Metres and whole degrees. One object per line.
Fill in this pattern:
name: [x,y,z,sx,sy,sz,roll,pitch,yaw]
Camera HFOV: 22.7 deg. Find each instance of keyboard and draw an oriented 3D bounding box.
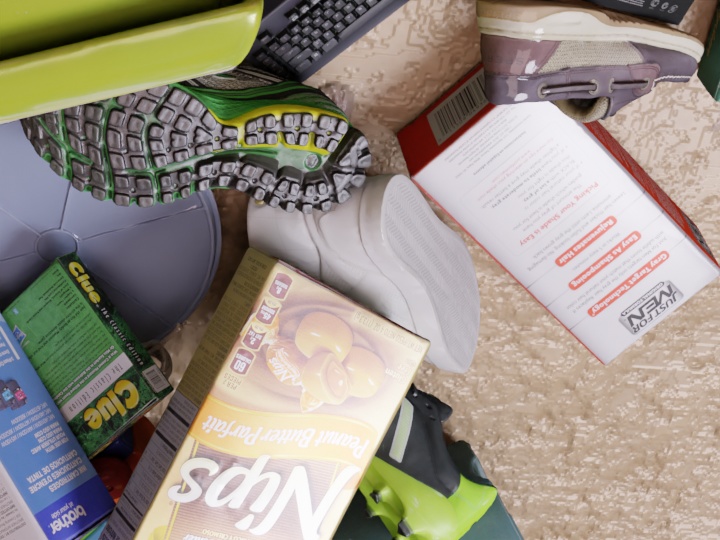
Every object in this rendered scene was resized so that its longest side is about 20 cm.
keyboard: [0.005,-0.186,1.013,0.200,0.021,0.127,-38,143,12]

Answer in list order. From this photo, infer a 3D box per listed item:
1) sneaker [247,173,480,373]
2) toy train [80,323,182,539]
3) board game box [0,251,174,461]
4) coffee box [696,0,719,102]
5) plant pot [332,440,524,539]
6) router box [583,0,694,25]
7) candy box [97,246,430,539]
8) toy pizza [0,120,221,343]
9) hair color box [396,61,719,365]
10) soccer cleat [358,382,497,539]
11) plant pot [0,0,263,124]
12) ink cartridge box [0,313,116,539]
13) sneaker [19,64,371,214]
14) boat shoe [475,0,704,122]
sneaker: [0.000,0.000,1.132,0.115,0.074,0.200,2,150,25]
toy train: [-0.133,0.118,1.159,0.115,0.085,0.200,26,123,-36]
board game box: [-0.210,0.086,1.104,0.200,0.023,0.105,-39,83,30]
coffee box: [0.317,-0.155,1.099,0.199,0.044,0.124,3,121,-13]
plant pot: [0.019,0.223,1.206,0.195,0.200,0.201,-28,123,-2]
router box: [0.136,-0.225,0.966,0.199,0.062,0.150,6,128,-42]
candy box: [-0.057,0.102,1.058,0.115,0.055,0.201,28,88,-24]
toy pizza: [-0.184,-0.023,1.094,0.199,0.032,0.201,-4,128,-5]
hair color box: [0.126,-0.041,1.126,0.101,0.061,0.200,-39,119,14]
soccer cleat: [0.006,0.089,1.145,0.081,0.200,0.068,-30,165,-27]
plant pot: [-0.146,-0.184,0.884,0.198,0.200,0.183,-14,110,1]
ink cartridge box: [-0.240,0.124,1.074,0.136,0.076,0.201,-31,88,31]
sneaker: [-0.098,-0.081,1.024,0.199,0.085,0.078,9,114,-22]
boat shoe: [0.129,-0.118,1.027,0.200,0.072,0.065,-2,106,-54]
